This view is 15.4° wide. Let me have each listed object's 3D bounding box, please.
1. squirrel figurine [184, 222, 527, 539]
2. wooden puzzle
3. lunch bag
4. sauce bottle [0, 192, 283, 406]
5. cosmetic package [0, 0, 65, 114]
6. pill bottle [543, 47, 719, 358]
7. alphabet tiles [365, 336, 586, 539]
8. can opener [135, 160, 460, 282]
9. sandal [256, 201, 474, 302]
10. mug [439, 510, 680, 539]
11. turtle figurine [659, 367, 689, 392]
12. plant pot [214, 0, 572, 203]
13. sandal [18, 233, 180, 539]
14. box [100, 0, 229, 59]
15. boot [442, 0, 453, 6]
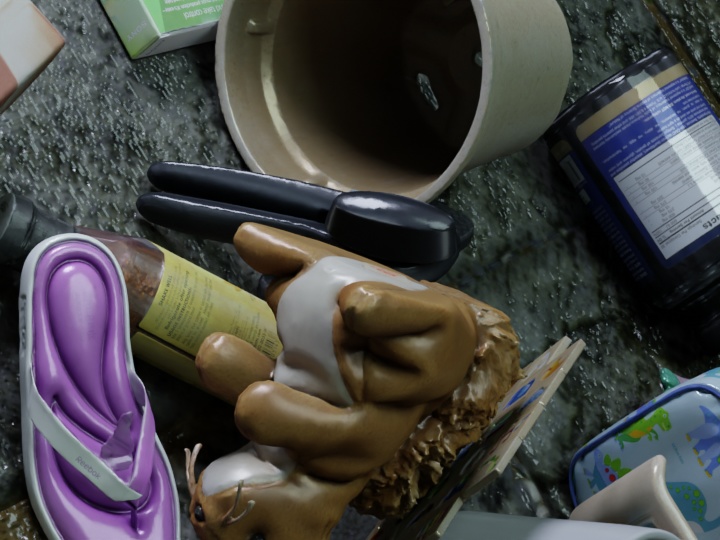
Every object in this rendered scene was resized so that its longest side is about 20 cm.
[{"bbox_3d":[-0.005,0.092,1.492,0.199,0.141,0.188,14,98,-44],"label":"squirrel figurine"},{"bbox_3d":[0.191,0.222,1.611,0.037,0.185,0.201,-24,81,-17],"label":"wooden puzzle"},{"bbox_3d":[0.238,0.168,1.689,0.082,0.161,0.201,-19,76,-47],"label":"lunch bag"},{"bbox_3d":[-0.124,0.015,1.528,0.200,0.066,0.066,31,45,-27],"label":"sauce bottle"},{"bbox_3d":[-0.260,-0.084,1.443,0.087,0.103,0.200,47,42,-6],"label":"cosmetic package"},{"bbox_3d":[0.224,-0.045,1.861,0.112,0.112,0.200,-29,84,-49],"label":"pill bottle"},{"bbox_3d":[0.056,0.116,1.550,0.006,0.166,0.200,44,41,-5],"label":"alphabet tiles"},{"bbox_3d":[-0.035,-0.033,1.598,0.199,0.079,0.063,13,39,12],"label":"can opener"},{"bbox_3d":[0.000,0.000,1.666,0.075,0.045,0.200,25,32,25],"label":"sandal"},{"bbox_3d":[0.083,0.214,1.509,0.186,0.153,0.150,-41,130,-39],"label":"mug"},{"bbox_3d":[0.307,0.082,1.775,0.101,0.199,0.150,62,10,-45],"label":"turtle figurine"},{"bbox_3d":[0.040,-0.135,1.709,0.183,0.200,0.201,-10,70,-58],"label":"plant pot"},{"bbox_3d":[-0.145,0.079,1.446,0.082,0.050,0.204,-13,86,-23],"label":"sandal"},{"bbox_3d":[-0.136,-0.238,1.718,0.144,0.036,0.201,-19,75,-48],"label":"box"},{"bbox_3d":[0.070,-0.247,1.792,0.075,0.200,0.074,27,38,-28],"label":"boot"}]
